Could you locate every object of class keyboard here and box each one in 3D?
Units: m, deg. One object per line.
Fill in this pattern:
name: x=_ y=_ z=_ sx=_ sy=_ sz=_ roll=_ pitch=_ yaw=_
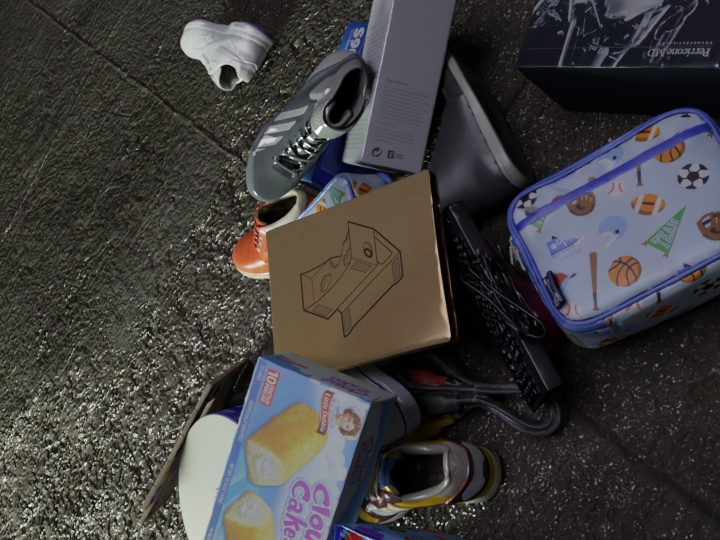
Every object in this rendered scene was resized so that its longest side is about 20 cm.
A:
keyboard: x=0.109 y=0.028 z=0.730 sx=0.040 sy=0.104 sz=0.200 roll=-19 pitch=65 yaw=-15

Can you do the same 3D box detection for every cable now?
cable: x=0.106 y=0.120 z=0.803 sx=0.200 sy=0.050 sz=0.097 roll=-9 pitch=76 yaw=31

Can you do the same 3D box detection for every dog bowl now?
dog bowl: x=-0.112 y=0.244 z=0.878 sx=0.200 sy=0.079 sz=0.200 roll=6 pitch=98 yaw=49

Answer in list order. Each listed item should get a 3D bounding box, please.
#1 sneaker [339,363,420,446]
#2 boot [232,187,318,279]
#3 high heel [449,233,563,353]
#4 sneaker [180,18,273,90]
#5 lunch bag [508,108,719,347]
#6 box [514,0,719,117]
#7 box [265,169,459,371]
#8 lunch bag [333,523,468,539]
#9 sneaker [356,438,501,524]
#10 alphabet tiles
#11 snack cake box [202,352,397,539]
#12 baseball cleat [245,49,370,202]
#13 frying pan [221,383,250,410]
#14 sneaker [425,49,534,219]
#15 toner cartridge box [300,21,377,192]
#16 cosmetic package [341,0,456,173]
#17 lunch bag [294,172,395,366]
sneaker: x=-0.029 y=0.115 z=0.827 sx=0.200 sy=0.071 sz=0.073 roll=24 pitch=127 yaw=48
boot: x=-0.108 y=-0.049 z=1.019 sx=0.200 sy=0.107 sz=0.075 roll=-22 pitch=61 yaw=37
high heel: x=0.116 y=0.017 z=0.812 sx=0.200 sy=0.067 sz=0.096 roll=24 pitch=80 yaw=33
sneaker: x=-0.221 y=-0.329 z=1.258 sx=0.200 sy=0.075 sz=0.100 roll=15 pitch=83 yaw=45
lunch bag: x=0.226 y=-0.037 z=0.692 sx=0.200 sy=0.076 sz=0.160 roll=-28 pitch=58 yaw=16
box: x=0.272 y=-0.244 z=0.744 sx=0.200 sy=0.104 sz=0.182 roll=14 pitch=84 yaw=45
box: x=-0.006 y=0.010 z=0.788 sx=0.200 sy=0.021 sz=0.164 roll=-18 pitch=69 yaw=32
lunch bag: x=0.096 y=0.263 z=0.669 sx=0.200 sy=0.151 sz=0.094 roll=-10 pitch=67 yaw=41
sneaker: x=0.032 y=0.200 z=0.796 sx=0.200 sy=0.090 sz=0.075 roll=-25 pitch=58 yaw=34
alphabet tiles: x=-0.203 y=0.204 z=0.987 sx=0.008 sy=0.167 sz=0.200 roll=30 pitch=96 yaw=3
snack cake box: x=-0.057 y=0.187 z=0.737 sx=0.115 sy=0.067 sz=0.200 roll=19 pitch=96 yaw=23
baseball cleat: x=-0.061 y=-0.148 z=0.887 sx=0.200 sy=0.070 sz=0.106 roll=-56 pitch=24 yaw=17
frying pan: x=-0.137 y=0.229 z=0.986 sx=0.115 sy=0.031 sz=0.190 roll=20 pitch=103 yaw=45
sneaker: x=0.098 y=-0.144 z=0.885 sx=0.106 sy=0.075 sz=0.200 roll=-36 pitch=53 yaw=26
toner cartridge box: x=-0.005 y=-0.185 z=0.985 sx=0.043 sy=0.095 sz=0.200 roll=18 pitch=85 yaw=46
cosmetic package: x=0.040 y=-0.211 z=0.906 sx=0.101 sy=0.071 sz=0.200 roll=-150 pitch=70 yaw=-74
lunch bag: x=0.000 y=0.000 z=0.880 sx=0.160 sy=0.076 sz=0.200 roll=-43 pitch=61 yaw=48
